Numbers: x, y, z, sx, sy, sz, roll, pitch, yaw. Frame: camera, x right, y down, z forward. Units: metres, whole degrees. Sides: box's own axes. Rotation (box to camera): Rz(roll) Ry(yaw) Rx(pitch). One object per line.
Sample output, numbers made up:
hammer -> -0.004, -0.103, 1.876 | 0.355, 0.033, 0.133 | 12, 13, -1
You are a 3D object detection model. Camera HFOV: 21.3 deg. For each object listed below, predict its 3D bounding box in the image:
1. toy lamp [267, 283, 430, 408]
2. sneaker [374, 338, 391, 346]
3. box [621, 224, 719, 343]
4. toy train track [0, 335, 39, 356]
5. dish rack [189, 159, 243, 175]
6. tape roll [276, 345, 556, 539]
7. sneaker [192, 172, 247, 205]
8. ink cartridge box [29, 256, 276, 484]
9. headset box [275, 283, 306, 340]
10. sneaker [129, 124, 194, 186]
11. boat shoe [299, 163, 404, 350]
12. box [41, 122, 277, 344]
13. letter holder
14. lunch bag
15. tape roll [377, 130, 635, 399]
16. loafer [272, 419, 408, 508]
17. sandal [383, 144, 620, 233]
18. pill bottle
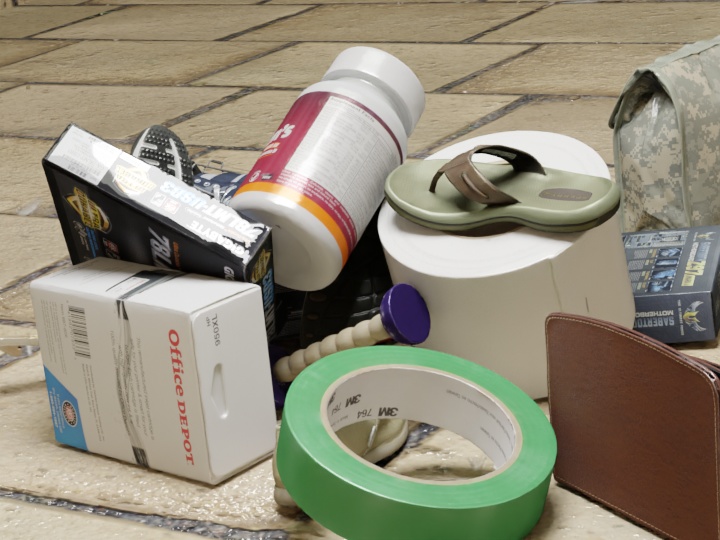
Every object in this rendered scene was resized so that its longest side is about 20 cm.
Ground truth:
toy lamp -> -0.032, 0.070, 1.592 | 0.199, 0.059, 0.058 | -26, 2, 38
sneaker -> 0.046, -0.005, 1.798 | 0.199, 0.117, 0.078 | -21, 22, -38
box -> 0.256, 0.014, 1.761 | 0.156, 0.052, 0.200 | -5, 18, 16
toy train track -> -0.234, 0.075, 1.768 | 0.198, 0.033, 0.115 | 0, 4, -13
dish rack -> -0.096, -0.046, 1.964 | 0.198, 0.154, 0.055 | 14, 66, 31
tape roll -> 0.040, 0.128, 1.378 | 0.198, 0.049, 0.201 | 9, 29, -5
sneaker -> -0.111, -0.051, 1.779 | 0.107, 0.071, 0.200 | -2, 11, 2
ink cartridge box -> -0.168, 0.078, 1.565 | 0.199, 0.146, 0.084 | 9, 23, 42
headset box -> -0.116, 0.012, 1.839 | 0.199, 0.076, 0.148 | 10, 12, 43
sneaker -> -0.209, -0.038, 1.780 | 0.073, 0.202, 0.080 | 20, -19, -40
boat shoe -> 0.000, 0.000, 1.698 | 0.075, 0.202, 0.074 | 21, -19, 1
box -> -0.164, -0.017, 1.619 | 0.197, 0.200, 0.050 | 30, 66, 13
letter holder -> 0.226, 0.098, 1.349 | 0.100, 0.144, 0.200 | -16, 19, -26
lunch bag -> 0.343, -0.136, 1.962 | 0.163, 0.202, 0.117 | -21, 22, -36
tape roll -> 0.125, -0.006, 1.626 | 0.201, 0.140, 0.204 | -11, 36, 8
loafer -> -0.014, 0.119, 1.501 | 0.075, 0.069, 0.200 | -1, 18, 18
sandal -> 0.114, -0.075, 1.553 | 0.199, 0.058, 0.080 | 3, 40, 26
pill bottle -> -0.026, -0.089, 1.625 | 0.109, 0.110, 0.201 | 5, 50, 34
